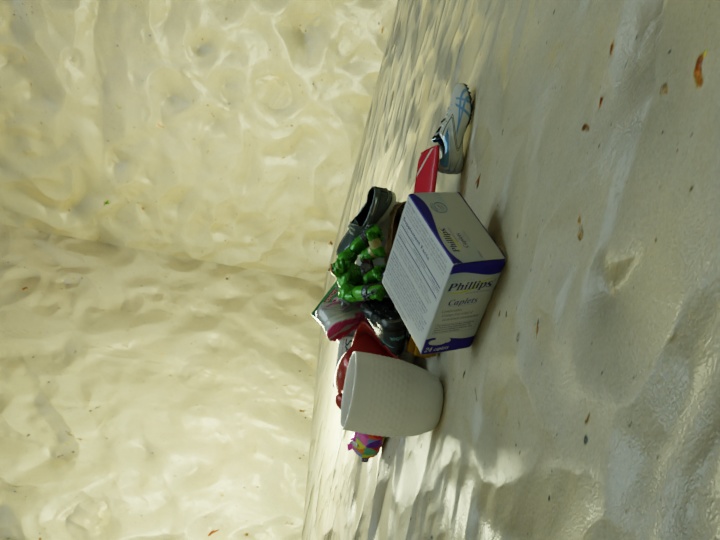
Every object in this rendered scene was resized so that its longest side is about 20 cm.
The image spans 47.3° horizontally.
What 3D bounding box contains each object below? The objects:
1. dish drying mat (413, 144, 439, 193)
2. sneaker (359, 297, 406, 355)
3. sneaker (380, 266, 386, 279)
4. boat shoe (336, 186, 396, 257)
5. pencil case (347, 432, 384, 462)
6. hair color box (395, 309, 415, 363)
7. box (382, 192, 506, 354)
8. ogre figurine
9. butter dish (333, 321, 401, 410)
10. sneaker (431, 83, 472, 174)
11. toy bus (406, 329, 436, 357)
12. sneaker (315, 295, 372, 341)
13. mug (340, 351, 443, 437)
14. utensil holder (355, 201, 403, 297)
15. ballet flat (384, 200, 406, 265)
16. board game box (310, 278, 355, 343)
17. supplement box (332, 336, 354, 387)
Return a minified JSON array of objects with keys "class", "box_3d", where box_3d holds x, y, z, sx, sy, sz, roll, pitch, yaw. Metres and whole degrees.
[{"class":"dish drying mat","box_3d":[0.126,-0.149,1.657,0.077,0.018,0.202,-11,67,62]},{"class":"sneaker","box_3d":[0.047,0.110,1.679,0.200,0.075,0.080,-128,28,-72]},{"class":"sneaker","box_3d":[0.098,0.040,1.672,0.076,0.090,0.200,-60,-26,-17]},{"class":"boat shoe","box_3d":[-0.002,-0.106,1.835,0.200,0.062,0.073,-51,41,20]},{"class":"pencil case","box_3d":[0.028,0.375,1.985,0.089,0.088,0.201,-88,11,-47]},{"class":"hair color box","box_3d":[0.075,0.166,1.836,0.201,0.098,0.061,110,169,-55]},{"class":"box","box_3d":[0.133,0.002,1.375,0.185,0.104,0.201,-118,33,-42]},{"class":"ogre figurine","box_3d":[0.000,0.000,1.753,0.119,0.098,0.201,-30,61,26]},{"class":"butter dish","box_3d":[0.009,0.248,1.753,0.200,0.147,0.201,46,148,22]},{"class":"sneaker","box_3d":[0.188,-0.298,1.703,0.072,0.072,0.202,123,158,-76]},{"class":"toy bus","box_3d":[0.142,0.079,1.572,0.078,0.064,0.202,-99,21,-65]},{"class":"sneaker","box_3d":[-0.017,0.088,1.808,0.088,0.199,0.082,48,124,28]},{"class":"mug","box_3d":[0.059,0.231,1.567,0.200,0.174,0.149,-104,25,-74]},{"class":"utensil holder","box_3d":[0.070,-0.031,1.895,0.170,0.168,0.202,113,163,-59]},{"class":"ballet flat","box_3d":[0.092,-0.063,1.778,0.072,0.067,0.202,127,152,-62]},{"class":"board game box","box_3d":[-0.034,0.096,1.961,0.135,0.029,0.200,-52,-31,-9]},{"class":"supplement box","box_3d":[0.007,0.250,2.012,0.200,0.073,0.127,49,-135,-59]}]
